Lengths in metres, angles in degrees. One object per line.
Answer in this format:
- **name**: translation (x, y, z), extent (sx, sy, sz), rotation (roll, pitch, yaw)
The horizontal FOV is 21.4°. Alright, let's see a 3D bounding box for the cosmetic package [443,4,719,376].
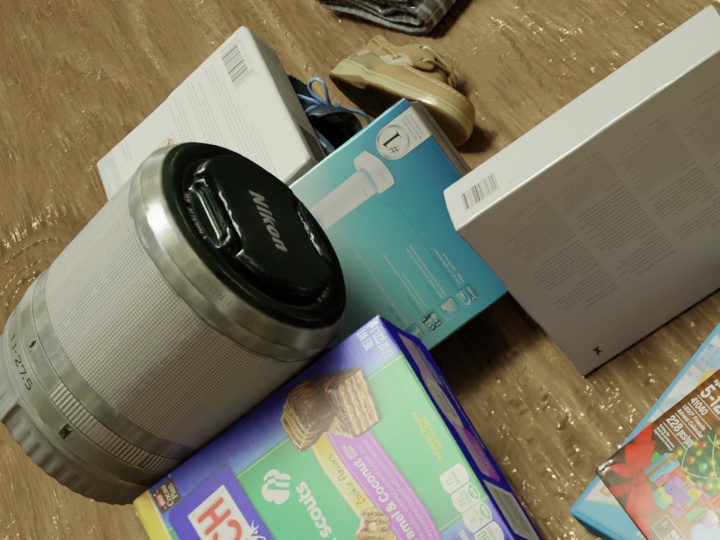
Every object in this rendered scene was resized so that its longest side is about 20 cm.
- **cosmetic package**: translation (0.174, -0.045, 1.171), extent (0.199, 0.151, 0.052), rotation (-34, 31, 14)

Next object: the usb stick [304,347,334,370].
- **usb stick**: translation (-0.046, 0.145, 1.236), extent (0.055, 0.033, 0.202), rotation (7, 80, 21)

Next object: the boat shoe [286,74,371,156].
- **boat shoe**: translation (-0.020, -0.100, 1.527), extent (0.069, 0.084, 0.201), rotation (-52, 42, 22)

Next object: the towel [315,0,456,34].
- **towel**: translation (0.042, -0.296, 1.677), extent (0.166, 0.086, 0.200), rotation (-52, 34, -10)

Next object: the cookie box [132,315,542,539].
- **cookie box**: translation (-0.015, 0.157, 1.156), extent (0.200, 0.075, 0.172), rotation (-38, 62, 11)

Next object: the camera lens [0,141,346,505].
- **camera lens**: translation (-0.119, 0.032, 1.199), extent (0.200, 0.159, 0.161), rotation (-44, 29, 26)

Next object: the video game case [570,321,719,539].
- **video game case**: translation (0.225, 0.088, 1.085), extent (0.200, 0.018, 0.143), rotation (-50, 33, -10)

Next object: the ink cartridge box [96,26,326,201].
- **ink cartridge box**: translation (-0.117, -0.077, 1.508), extent (0.173, 0.043, 0.201), rotation (-42, 40, 14)

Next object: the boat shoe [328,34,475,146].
- **boat shoe**: translation (0.040, -0.152, 1.519), extent (0.065, 0.071, 0.200), rotation (-48, 31, -6)

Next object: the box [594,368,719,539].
- **box**: translation (0.225, 0.130, 0.990), extent (0.137, 0.039, 0.200), rotation (-39, 40, 2)

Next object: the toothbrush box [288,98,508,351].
- **toothbrush box**: translation (0.000, 0.000, 1.302), extent (0.200, 0.147, 0.085), rotation (-38, -3, 9)
